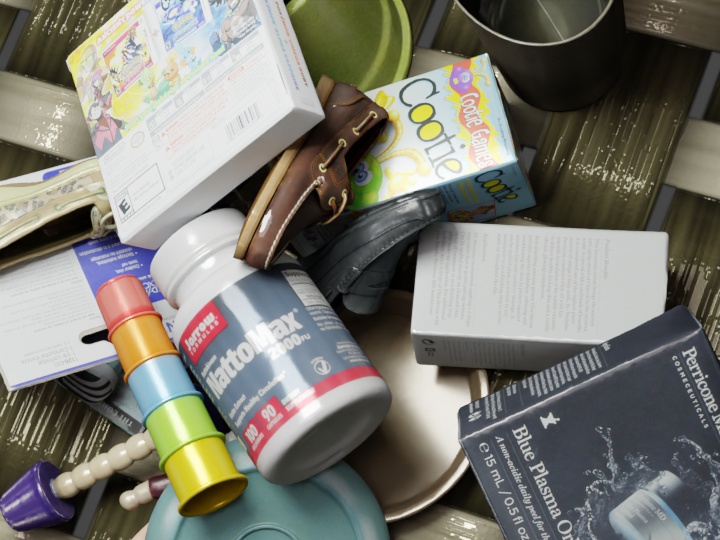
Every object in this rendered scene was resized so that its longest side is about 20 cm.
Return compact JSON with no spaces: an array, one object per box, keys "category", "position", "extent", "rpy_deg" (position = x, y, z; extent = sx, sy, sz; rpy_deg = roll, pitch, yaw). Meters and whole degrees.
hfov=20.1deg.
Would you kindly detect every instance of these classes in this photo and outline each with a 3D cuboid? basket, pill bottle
[{"category":"basket","position":[0.151,-0.218,1.658],"extent":[0.136,0.200,0.181],"rpy_deg":[-32,66,3]},{"category":"pill bottle","position":[-0.077,0.055,1.588],"extent":[0.119,0.120,0.200],"rpy_deg":[-37,69,0]}]

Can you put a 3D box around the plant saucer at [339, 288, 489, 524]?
[{"category":"plant saucer","position":[0.011,0.113,1.677],"extent":[0.199,0.029,0.201],"rpy_deg":[-5,71,14]}]

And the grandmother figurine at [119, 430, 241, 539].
[{"category":"grandmother figurine","position":[-0.137,0.211,1.652],"extent":[0.121,0.061,0.200],"rpy_deg":[37,93,-22]}]

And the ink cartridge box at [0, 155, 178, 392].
[{"category":"ink cartridge box","position":[-0.237,0.002,1.701],"extent":[0.197,0.047,0.200],"rpy_deg":[-16,63,-22]}]

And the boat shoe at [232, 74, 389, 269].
[{"category":"boat shoe","position":[-0.034,-0.073,1.584],"extent":[0.070,0.070,0.200],"rpy_deg":[29,53,-2]}]

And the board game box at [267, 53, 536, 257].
[{"category":"board game box","position":[0.032,-0.088,1.698],"extent":[0.199,0.105,0.103],"rpy_deg":[-17,68,8]}]

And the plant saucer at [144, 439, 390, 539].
[{"category":"plant saucer","position":[-0.074,0.232,1.615],"extent":[0.199,0.027,0.201],"rpy_deg":[0,91,-1]}]

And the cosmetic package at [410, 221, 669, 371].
[{"category":"cosmetic package","position":[0.144,0.023,1.631],"extent":[0.199,0.071,0.102],"rpy_deg":[3,66,8]}]

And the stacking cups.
[{"category":"stacking cups","position":[-0.154,0.092,1.599],"extent":[0.060,0.061,0.200],"rpy_deg":[-28,69,4]}]

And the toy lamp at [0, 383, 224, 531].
[{"category":"toy lamp","position":[-0.210,0.160,1.694],"extent":[0.200,0.058,0.058],"rpy_deg":[-28,67,12]}]

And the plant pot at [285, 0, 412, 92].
[{"category":"plant pot","position":[-0.072,-0.220,1.726],"extent":[0.199,0.184,0.201],"rpy_deg":[-4,71,12]}]

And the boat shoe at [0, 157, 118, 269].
[{"category":"boat shoe","position":[-0.239,-0.042,1.665],"extent":[0.199,0.073,0.063],"rpy_deg":[-16,62,-10]}]

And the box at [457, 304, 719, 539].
[{"category":"box","position":[0.200,0.161,1.526],"extent":[0.199,0.117,0.197],"rpy_deg":[-25,95,5]}]

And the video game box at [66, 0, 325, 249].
[{"category":"video game box","position":[-0.134,-0.144,1.595],"extent":[0.200,0.047,0.183],"rpy_deg":[-35,63,30]}]

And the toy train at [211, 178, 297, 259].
[{"category":"toy train","position":[-0.116,-0.104,1.705],"extent":[0.200,0.116,0.085],"rpy_deg":[39,56,14]}]

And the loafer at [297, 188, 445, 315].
[{"category":"loafer","position":[0.000,0.000,1.638],"extent":[0.200,0.068,0.071],"rpy_deg":[-35,82,35]}]

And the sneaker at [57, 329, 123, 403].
[{"category":"sneaker","position":[-0.271,0.030,1.745],"extent":[0.200,0.075,0.088],"rpy_deg":[34,64,17]}]

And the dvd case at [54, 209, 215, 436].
[{"category":"dvd case","position":[-0.185,0.029,1.759],"extent":[0.146,0.022,0.200],"rpy_deg":[33,84,22]}]
